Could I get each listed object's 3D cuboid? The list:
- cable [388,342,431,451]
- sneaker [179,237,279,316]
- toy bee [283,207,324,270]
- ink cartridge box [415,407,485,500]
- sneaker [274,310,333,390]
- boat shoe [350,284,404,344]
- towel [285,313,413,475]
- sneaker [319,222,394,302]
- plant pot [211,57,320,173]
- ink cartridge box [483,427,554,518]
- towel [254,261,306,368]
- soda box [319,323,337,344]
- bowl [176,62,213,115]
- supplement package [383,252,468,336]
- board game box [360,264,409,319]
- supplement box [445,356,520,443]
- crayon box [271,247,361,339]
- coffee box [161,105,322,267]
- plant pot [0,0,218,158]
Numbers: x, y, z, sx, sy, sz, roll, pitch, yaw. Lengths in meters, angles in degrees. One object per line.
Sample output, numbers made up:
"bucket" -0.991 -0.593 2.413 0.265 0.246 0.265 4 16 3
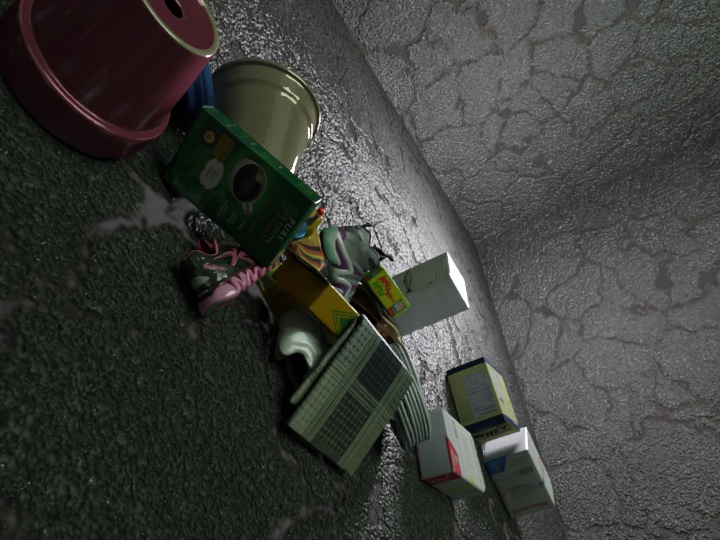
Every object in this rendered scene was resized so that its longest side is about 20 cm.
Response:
"cable" 0.077 0.242 1.021 0.201 0.068 0.202 -119 -166 -55
"sneaker" -0.185 -0.013 0.742 0.096 0.079 0.200 52 19 -4
"toy bee" -0.101 -0.077 0.933 0.107 0.130 0.203 -13 92 -33
"ink cartridge box" 0.205 0.430 1.212 0.200 0.083 0.147 46 27 -43
"sneaker" -0.067 0.160 0.827 0.200 0.077 0.100 44 44 -23
"boat shoe" 0.027 0.127 1.133 0.201 0.071 0.068 56 25 -8
"towel" -0.013 0.199 0.820 0.201 0.034 0.193 -53 131 -18
"sneaker" 0.000 0.000 1.018 0.078 0.138 0.202 -113 -165 -51
"plant pot" -0.170 -0.198 0.843 0.200 0.198 0.186 45 38 -45
"ink cartridge box" 0.500 0.638 1.654 0.202 0.146 0.145 64 19 -4
"towel" -0.116 0.087 0.878 0.202 0.018 0.086 65 24 -6
"soda box" -0.013 0.183 0.960 0.068 0.063 0.203 15 54 -65
"bowl" -0.268 -0.326 0.760 0.201 0.039 0.203 49 -29 40
"supplement package" 0.166 0.063 1.372 0.118 0.198 0.118 54 22 -29
"board game box" 0.036 0.027 1.169 0.102 0.047 0.200 55 -4 -18
"supplement box" 0.383 0.409 1.635 0.200 0.133 0.202 39 32 -52
"crayon box" -0.061 0.052 0.833 0.125 0.052 0.200 34 -13 48
"coffee box" -0.165 -0.114 0.726 0.199 0.123 0.044 39 19 0
"plant pot" -0.271 -0.261 0.605 0.200 0.177 0.202 46 30 -38
